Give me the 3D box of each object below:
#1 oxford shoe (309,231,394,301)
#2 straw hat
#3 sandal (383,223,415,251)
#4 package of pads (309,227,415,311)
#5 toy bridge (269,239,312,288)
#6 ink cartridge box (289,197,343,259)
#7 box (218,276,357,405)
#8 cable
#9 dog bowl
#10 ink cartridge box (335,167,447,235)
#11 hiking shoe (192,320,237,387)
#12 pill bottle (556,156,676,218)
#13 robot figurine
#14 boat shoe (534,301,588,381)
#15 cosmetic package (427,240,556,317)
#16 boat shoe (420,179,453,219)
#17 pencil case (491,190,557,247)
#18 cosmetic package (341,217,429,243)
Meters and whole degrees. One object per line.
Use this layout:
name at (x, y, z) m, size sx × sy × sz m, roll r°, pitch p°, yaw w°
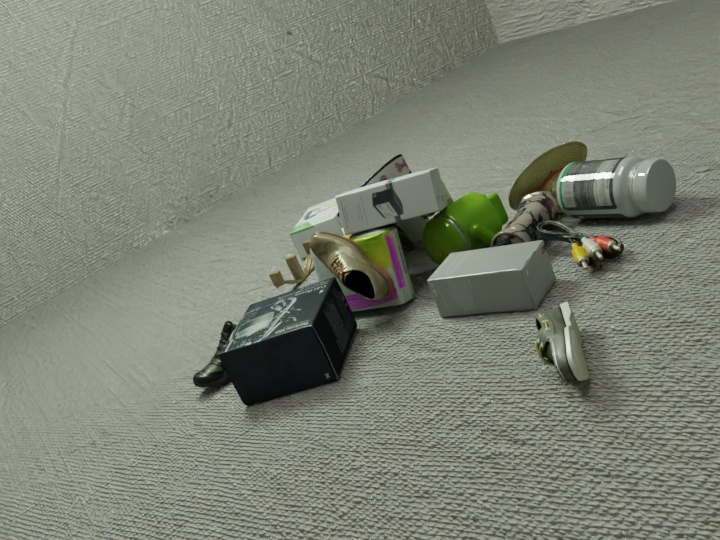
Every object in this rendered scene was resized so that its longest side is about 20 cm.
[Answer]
oxford shoe at (-0.027, -0.011, 1.499) m, size 0.199 × 0.071 × 0.075 m, roll 34°, pitch 21°, yaw 18°
straw hat at (0.413, -0.168, 1.613) m, size 0.200 × 0.202 × 0.085 m, roll -28°, pitch 60°, yaw -10°
sandal at (0.051, -0.063, 1.744) m, size 0.054 × 0.081 × 0.199 m, roll -43°, pitch -19°, yaw 32°
package of pads at (0.000, 0.000, 1.578) m, size 0.198 × 0.156 × 0.068 m, roll -11°, pitch 8°, yaw 35°
toy bridge at (-0.161, -0.004, 1.935) m, size 0.027 × 0.068 × 0.200 m, roll -13°, pitch 21°, yaw 31°
ink cartridge box at (-0.093, -0.125, 2.142) m, size 0.144 × 0.088 × 0.200 m, roll -18°, pitch 18°, yaw 21°
box at (-0.130, 0.131, 1.461) m, size 0.198 × 0.125 × 0.197 m, roll -18°, pitch 22°, yaw 18°
cable at (0.390, -0.061, 1.383) m, size 0.096 × 0.051 × 0.200 m, roll -26°, pitch 34°, yaw -5°
dog bowl at (0.043, -0.166, 1.750) m, size 0.200 × 0.074 × 0.200 m, roll -44°, pitch -2°, yaw -2°
ink cartridge box at (0.066, -0.142, 1.572) m, size 0.198 × 0.085 × 0.145 m, roll -14°, pitch 7°, yaw 14°
hiking shoe at (-0.271, 0.157, 1.593) m, size 0.199 × 0.101 × 0.075 m, roll -36°, pitch 21°, yaw -29°
pill bottle at (0.481, -0.155, 1.467) m, size 0.113 × 0.114 × 0.199 m, roll -35°, pitch 22°, yaw -29°
robot figurine at (0.212, -0.084, 1.607) m, size 0.199 × 0.117 × 0.175 m, roll -34°, pitch 19°, yaw -24°
boat shoe at (0.280, 0.106, 1.097) m, size 0.060 × 0.073 × 0.202 m, roll -20°, pitch 13°, yaw 17°
cosmetic package at (0.231, 0.016, 1.373) m, size 0.199 × 0.091 × 0.107 m, roll -4°, pitch 28°, yaw 41°
boat shoe at (0.140, -0.147, 1.723) m, size 0.074 × 0.066 × 0.200 m, roll -45°, pitch 11°, yaw -15°
pencil case at (0.320, -0.080, 1.523) m, size 0.089 × 0.078 × 0.200 m, roll -31°, pitch 10°, yaw 42°
cosmetic package at (0.064, -0.094, 1.867) m, size 0.198 × 0.085 × 0.108 m, roll -25°, pitch 22°, yaw -3°
